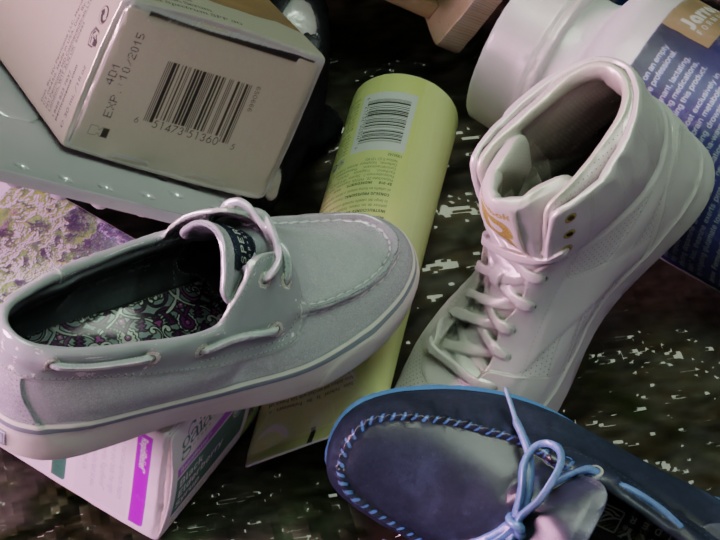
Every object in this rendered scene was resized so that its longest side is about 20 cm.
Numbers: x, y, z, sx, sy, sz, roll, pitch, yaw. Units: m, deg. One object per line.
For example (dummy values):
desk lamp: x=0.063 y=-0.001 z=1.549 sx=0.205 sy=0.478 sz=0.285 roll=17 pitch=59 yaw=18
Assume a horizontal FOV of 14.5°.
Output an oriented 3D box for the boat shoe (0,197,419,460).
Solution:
boat shoe: x=-0.057 y=0.012 z=1.109 sx=0.200 sy=0.072 sz=0.070 roll=-21 pitch=57 yaw=-28

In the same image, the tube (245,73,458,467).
tube: x=0.000 y=0.000 z=1.245 sx=0.052 sy=0.058 sz=0.200 roll=15 pitch=49 yaw=1

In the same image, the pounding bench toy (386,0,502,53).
pounding bench toy: x=-0.003 y=-0.231 z=1.313 sx=0.156 sy=0.124 sz=0.200 roll=20 pitch=36 yaw=-30

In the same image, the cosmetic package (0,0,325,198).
cosmetic package: x=-0.106 y=-0.114 z=1.243 sx=0.105 sy=0.071 sz=0.200 roll=14 pitch=21 yaw=-33

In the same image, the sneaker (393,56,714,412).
sneaker: x=0.058 y=0.001 z=1.167 sx=0.074 sy=0.116 sz=0.200 roll=35 pitch=86 yaw=31

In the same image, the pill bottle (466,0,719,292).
pill bottle: x=0.153 y=-0.058 z=1.276 sx=0.200 sy=0.111 sz=0.111 roll=30 pitch=53 yaw=15

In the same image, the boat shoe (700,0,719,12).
boat shoe: x=0.237 y=-0.100 z=1.311 sx=0.200 sy=0.067 sz=0.057 roll=36 pitch=72 yaw=-18

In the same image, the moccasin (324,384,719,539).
moccasin: x=0.084 y=0.097 z=1.135 sx=0.199 sy=0.081 sz=0.068 roll=15 pitch=17 yaw=-8

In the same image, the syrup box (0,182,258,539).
syrup box: x=-0.142 y=0.020 z=1.188 sx=0.200 sy=0.082 sz=0.079 roll=30 pitch=53 yaw=13

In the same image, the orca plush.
orca plush: x=-0.043 y=-0.083 z=1.316 sx=0.105 sy=0.071 sz=0.200 roll=-33 pitch=37 yaw=22

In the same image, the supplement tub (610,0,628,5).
supplement tub: x=0.185 y=-0.176 z=1.363 sx=0.199 sy=0.132 sz=0.132 roll=6 pitch=51 yaw=-3

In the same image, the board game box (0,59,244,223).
board game box: x=-0.160 y=-0.068 z=1.196 sx=0.199 sy=0.026 sz=0.200 roll=13 pitch=20 yaw=-35
